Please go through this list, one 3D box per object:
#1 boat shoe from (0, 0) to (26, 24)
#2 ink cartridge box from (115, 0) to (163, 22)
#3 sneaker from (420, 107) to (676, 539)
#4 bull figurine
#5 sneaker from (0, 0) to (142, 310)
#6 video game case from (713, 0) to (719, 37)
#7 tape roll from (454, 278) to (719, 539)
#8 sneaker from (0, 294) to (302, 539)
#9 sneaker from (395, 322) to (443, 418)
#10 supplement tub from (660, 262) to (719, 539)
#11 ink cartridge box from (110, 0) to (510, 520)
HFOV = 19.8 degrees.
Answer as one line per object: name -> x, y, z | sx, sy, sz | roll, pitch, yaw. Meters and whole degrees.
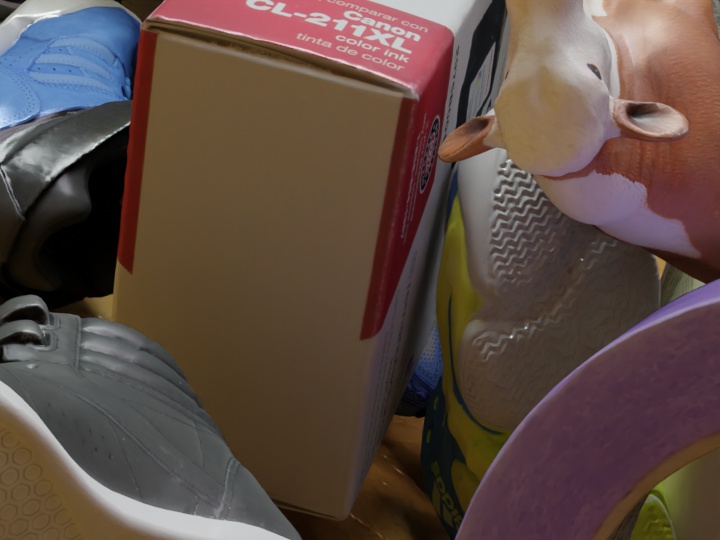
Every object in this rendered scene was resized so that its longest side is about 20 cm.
boat shoe -> -0.168, -0.097, 0.770 | 0.060, 0.076, 0.200 | 40, 3, 17
ink cartridge box -> -0.078, -0.145, 0.968 | 0.200, 0.083, 0.147 | 43, -21, 30
sneaker -> 0.046, 0.035, 0.679 | 0.075, 0.202, 0.105 | -17, 21, -24
bull figurine -> 0.098, -0.046, 0.601 | 0.200, 0.065, 0.122 | 33, 51, -37
sneaker -> -0.097, -0.041, 0.720 | 0.111, 0.077, 0.200 | 32, 18, 11
video game case -> 0.042, -0.124, 0.747 | 0.200, 0.181, 0.023 | 55, 44, -38
tape roll -> 0.124, 0.099, 0.532 | 0.200, 0.201, 0.085 | 37, 14, 11
sneaker -> -0.097, 0.042, 0.493 | 0.200, 0.071, 0.099 | 30, 12, -44
sneaker -> 0.000, 0.000, 0.851 | 0.089, 0.079, 0.200 | 37, 21, -22
supplement tub -> 0.179, 0.041, 0.759 | 0.144, 0.145, 0.200 | 33, 26, -7
ink cartridge box -> -0.007, -0.041, 0.662 | 0.082, 0.147, 0.200 | 14, 30, 9
